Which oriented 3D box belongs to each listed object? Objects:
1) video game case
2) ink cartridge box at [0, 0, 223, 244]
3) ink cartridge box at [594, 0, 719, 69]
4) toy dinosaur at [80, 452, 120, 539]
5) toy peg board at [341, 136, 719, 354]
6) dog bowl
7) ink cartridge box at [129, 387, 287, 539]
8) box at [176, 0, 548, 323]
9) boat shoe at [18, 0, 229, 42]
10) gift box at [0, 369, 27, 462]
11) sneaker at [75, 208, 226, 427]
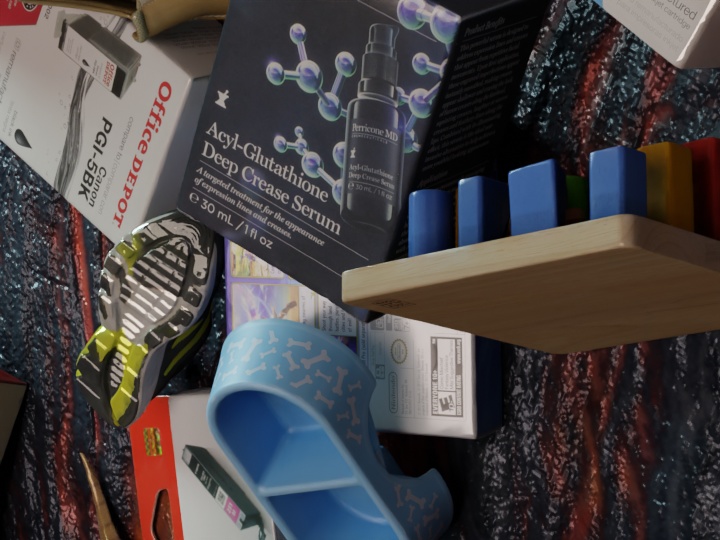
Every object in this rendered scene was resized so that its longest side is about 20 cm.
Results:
[{"bbox_3d":[0.000,0.000,1.427,0.180,0.045,0.202,2,96,28],"label":"video game case"},{"bbox_3d":[-0.169,-0.124,1.556,0.200,0.083,0.148,39,121,31],"label":"ink cartridge box"},{"bbox_3d":[0.204,-0.225,1.186,0.129,0.125,0.201,43,122,29],"label":"ink cartridge box"},{"bbox_3d":[-0.163,0.228,1.613,0.200,0.060,0.107,39,105,52],"label":"toy dinosaur"},{"bbox_3d":[0.126,-0.027,1.246,0.199,0.198,0.099,-12,72,41],"label":"toy peg board"},{"bbox_3d":[-0.023,0.120,1.409,0.111,0.050,0.201,-10,124,37],"label":"dog bowl"},{"bbox_3d":[-0.107,0.183,1.569,0.173,0.043,0.202,-6,91,41],"label":"ink cartridge box"},{"bbox_3d":[-0.001,-0.099,1.311,0.148,0.107,0.201,30,119,24],"label":"box"},{"bbox_3d":[-0.133,-0.182,1.470,0.198,0.072,0.077,8,65,6],"label":"boat shoe"},{"bbox_3d":[-0.370,0.143,1.711,0.184,0.199,0.188,24,95,41],"label":"gift box"},{"bbox_3d":[-0.134,0.019,1.526,0.074,0.085,0.200,41,133,8],"label":"sneaker"}]
